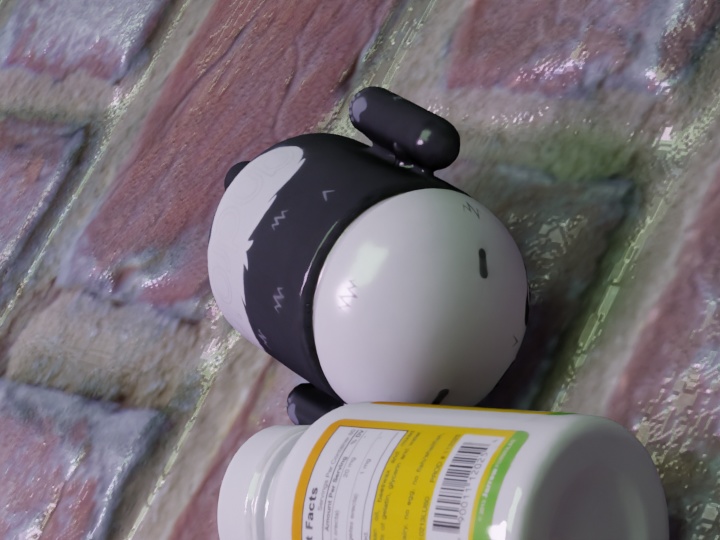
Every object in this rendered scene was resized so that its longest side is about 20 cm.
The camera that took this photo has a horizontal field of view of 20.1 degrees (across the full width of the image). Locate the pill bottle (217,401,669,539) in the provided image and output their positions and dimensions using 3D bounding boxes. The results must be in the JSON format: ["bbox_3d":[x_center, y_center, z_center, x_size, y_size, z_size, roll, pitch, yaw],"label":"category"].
[{"bbox_3d":[0.030,0.116,0.921,0.199,0.111,0.112,0,58,45],"label":"pill bottle"}]

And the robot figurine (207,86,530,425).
[{"bbox_3d":[0.001,0.001,1.041,0.124,0.151,0.200,-35,33,-19],"label":"robot figurine"}]
